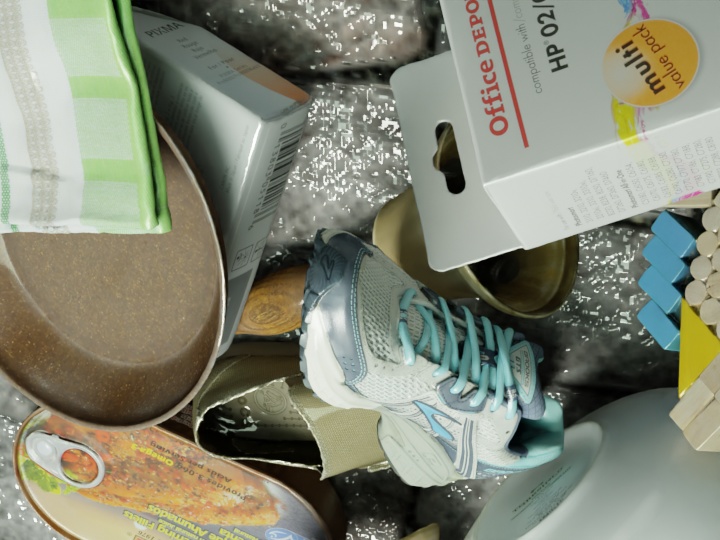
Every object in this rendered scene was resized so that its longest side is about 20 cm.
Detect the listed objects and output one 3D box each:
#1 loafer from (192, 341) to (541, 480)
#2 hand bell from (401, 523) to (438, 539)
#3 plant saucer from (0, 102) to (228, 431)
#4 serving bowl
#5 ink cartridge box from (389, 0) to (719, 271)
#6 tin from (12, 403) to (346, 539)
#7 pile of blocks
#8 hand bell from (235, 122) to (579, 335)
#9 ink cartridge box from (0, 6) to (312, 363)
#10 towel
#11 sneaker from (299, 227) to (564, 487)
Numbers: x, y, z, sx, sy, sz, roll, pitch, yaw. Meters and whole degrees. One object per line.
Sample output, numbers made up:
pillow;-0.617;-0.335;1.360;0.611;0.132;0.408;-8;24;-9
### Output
loafer;-0.002;0.075;0.929;0.200;0.067;0.076;-8;119;24
hand bell;0.037;0.245;0.917;0.104;0.104;0.200;-32;79;30
plant saucer;-0.138;-0.017;0.884;0.200;0.037;0.201;15;118;30
serving bowl;0.107;0.125;0.842;0.066;0.200;0.200;45;122;-11
ink cartridge box;0.103;-0.087;0.745;0.200;0.115;0.068;-18;151;13
tin;-0.103;0.131;1.012;0.200;0.042;0.112;25;120;2
pile of blocks;0.170;-0.018;0.801;0.082;0.062;0.200;5;86;43
hand bell;0.000;0.000;0.888;0.200;0.104;0.104;-21;111;39
ink cartridge box;-0.132;-0.065;0.913;0.200;0.050;0.162;36;126;22
towel;-0.185;-0.087;0.845;0.200;0.031;0.150;2;111;34
sneaker;0.038;0.037;0.794;0.086;0.078;0.200;-3;154;24
